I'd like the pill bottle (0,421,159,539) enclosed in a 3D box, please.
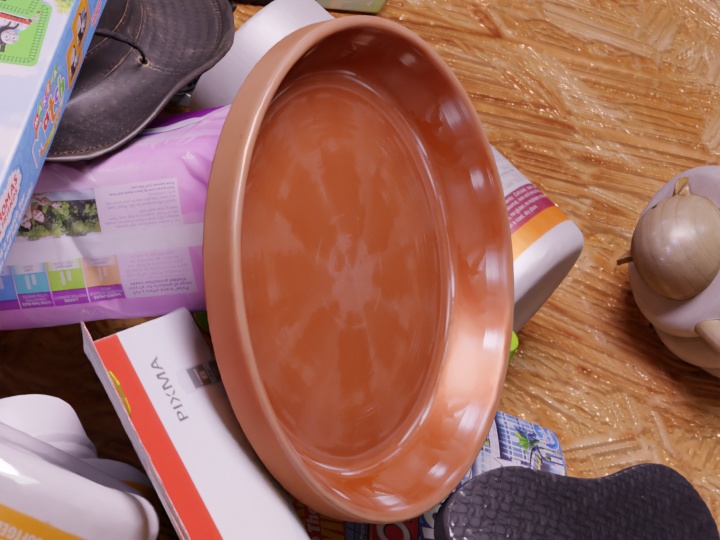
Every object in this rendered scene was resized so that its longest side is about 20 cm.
[{"bbox_3d":[-0.155,0.145,0.624,0.116,0.116,0.201,25,85,-11],"label":"pill bottle"}]

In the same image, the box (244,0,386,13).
[{"bbox_3d":[-0.087,-0.224,1.165,0.199,0.036,0.145,-1,51,-33],"label":"box"}]

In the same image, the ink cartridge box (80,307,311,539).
[{"bbox_3d":[-0.044,0.089,0.695,0.047,0.200,0.161,-27,85,-8],"label":"ink cartridge box"}]

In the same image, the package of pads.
[{"bbox_3d":[-0.118,-0.022,0.818,0.121,0.199,0.076,-45,127,-68],"label":"package of pads"}]

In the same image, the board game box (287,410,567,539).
[{"bbox_3d":[0.004,0.115,0.874,0.199,0.062,0.201,21,42,-17],"label":"board game box"}]

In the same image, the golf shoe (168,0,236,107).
[{"bbox_3d":[-0.142,-0.101,0.994,0.088,0.077,0.200,21,35,16],"label":"golf shoe"}]

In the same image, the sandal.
[{"bbox_3d":[0.095,0.126,0.854,0.200,0.045,0.075,3,54,-53],"label":"sandal"}]

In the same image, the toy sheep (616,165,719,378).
[{"bbox_3d":[0.228,0.004,1.086,0.199,0.138,0.138,20,40,-38],"label":"toy sheep"}]

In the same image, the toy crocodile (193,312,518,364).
[{"bbox_3d":[-0.019,0.005,0.900,0.199,0.068,0.062,23,28,28],"label":"toy crocodile"}]

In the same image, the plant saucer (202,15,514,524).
[{"bbox_3d":[0.000,0.000,0.770,0.200,0.032,0.201,8,80,-54],"label":"plant saucer"}]

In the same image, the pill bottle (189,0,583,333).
[{"bbox_3d":[0.011,-0.045,0.997,0.200,0.110,0.109,44,41,11],"label":"pill bottle"}]

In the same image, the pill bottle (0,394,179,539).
[{"bbox_3d":[-0.106,0.149,0.729,0.109,0.109,0.200,-7,55,-38],"label":"pill bottle"}]

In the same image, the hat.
[{"bbox_3d":[-0.149,-0.123,0.795,0.199,0.081,0.201,-2,35,2],"label":"hat"}]

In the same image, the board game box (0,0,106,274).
[{"bbox_3d":[-0.183,-0.061,0.676,0.150,0.037,0.201,10,54,5],"label":"board game box"}]
